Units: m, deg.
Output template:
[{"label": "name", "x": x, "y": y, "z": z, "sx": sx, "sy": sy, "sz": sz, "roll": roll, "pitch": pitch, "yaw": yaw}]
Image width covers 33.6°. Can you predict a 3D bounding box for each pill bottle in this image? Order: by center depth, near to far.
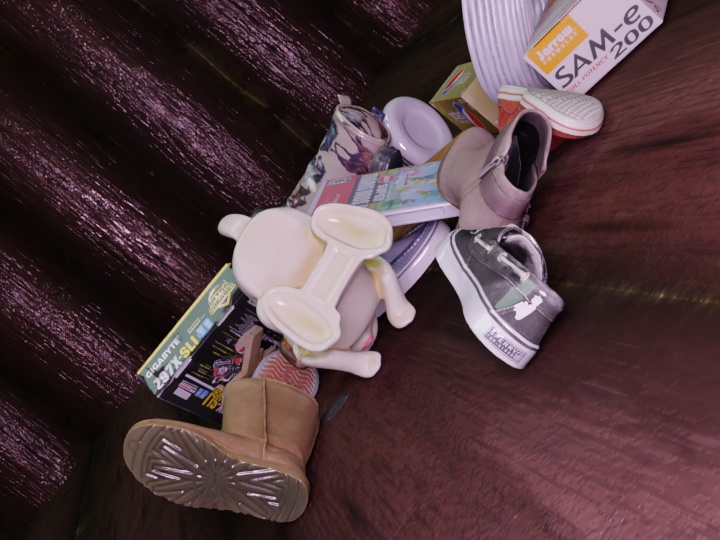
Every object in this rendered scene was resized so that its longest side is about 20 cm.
[{"label": "pill bottle", "x": 0.026, "y": -0.130, "z": 1.581, "sx": 0.200, "sy": 0.112, "sz": 0.112, "roll": -42, "pitch": 13, "yaw": 42}]

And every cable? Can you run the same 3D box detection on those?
[{"label": "cable", "x": 0.164, "y": -0.271, "z": 1.260, "sx": 0.069, "sy": 0.200, "sz": 0.202, "roll": -5, "pitch": 65, "yaw": 24}]

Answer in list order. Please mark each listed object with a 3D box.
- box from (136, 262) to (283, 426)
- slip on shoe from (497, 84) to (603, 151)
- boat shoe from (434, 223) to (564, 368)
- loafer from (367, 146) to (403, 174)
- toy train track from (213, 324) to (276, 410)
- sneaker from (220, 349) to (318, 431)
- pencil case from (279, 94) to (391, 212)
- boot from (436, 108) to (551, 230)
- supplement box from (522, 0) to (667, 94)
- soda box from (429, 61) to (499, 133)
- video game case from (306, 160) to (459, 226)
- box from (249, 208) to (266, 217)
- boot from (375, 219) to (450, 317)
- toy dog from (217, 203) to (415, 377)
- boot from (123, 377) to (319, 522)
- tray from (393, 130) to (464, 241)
[{"label": "box", "x": -0.137, "y": 0.095, "z": 1.356, "sx": 0.160, "sy": 0.049, "sz": 0.200, "roll": -49, "pitch": -33, "yaw": 3}, {"label": "slip on shoe", "x": 0.171, "y": -0.136, "z": 1.099, "sx": 0.200, "sy": 0.073, "sz": 0.062, "roll": -132, "pitch": 48, "yaw": -75}, {"label": "boat shoe", "x": 0.105, "y": 0.004, "z": 0.858, "sx": 0.064, "sy": 0.070, "sz": 0.200, "roll": -50, "pitch": 18, "yaw": 12}, {"label": "loafer", "x": 0.000, "y": -0.077, "z": 1.438, "sx": 0.073, "sy": 0.072, "sz": 0.201, "roll": -52, "pitch": -13, "yaw": -42}, {"label": "toy train track", "x": -0.141, "y": 0.147, "z": 1.305, "sx": 0.115, "sy": 0.032, "sz": 0.202, "roll": -41, "pitch": -32, "yaw": -58}, {"label": "sneaker", "x": -0.108, "y": 0.159, "z": 1.266, "sx": 0.080, "sy": 0.071, "sz": 0.200, "roll": -51, "pitch": 3, "yaw": 34}, {"label": "pencil case", "x": -0.037, "y": -0.119, "z": 1.509, "sx": 0.201, "sy": 0.077, "sz": 0.090, "roll": -57, "pitch": 45, "yaw": 33}, {"label": "boot", "x": 0.122, "y": -0.091, "z": 1.051, "sx": 0.147, "sy": 0.070, "sz": 0.202, "roll": 122, "pitch": 162, "yaw": -51}, {"label": "supplement box", "x": 0.245, "y": -0.272, "z": 1.190, "sx": 0.126, "sy": 0.073, "sz": 0.201, "roll": -43, "pitch": 12, "yaw": 40}, {"label": "soda box", "x": 0.145, "y": -0.212, "z": 1.458, "sx": 0.064, "sy": 0.068, "sz": 0.200, "roll": -51, "pitch": 10, "yaw": 1}, {"label": "video game case", "x": 0.045, "y": -0.078, "z": 1.222, "sx": 0.198, "sy": 0.018, "sz": 0.143, "roll": -9, "pitch": 22, "yaw": 12}, {"label": "box", "x": -0.073, "y": -0.005, "z": 1.439, "sx": 0.049, "sy": 0.161, "sz": 0.200, "roll": -51, "pitch": 9, "yaw": -3}, {"label": "boot", "x": 0.000, "y": 0.000, "z": 1.273, "sx": 0.200, "sy": 0.090, "sz": 0.073, "roll": -46, "pitch": 10, "yaw": 17}, {"label": "toy dog", "x": -0.046, "y": 0.032, "z": 1.152, "sx": 0.200, "sy": 0.192, "sz": 0.141, "roll": 64, "pitch": -135, "yaw": -64}, {"label": "boot", "x": -0.122, "y": 0.150, "z": 1.099, "sx": 0.200, "sy": 0.174, "sz": 0.067, "roll": -96, "pitch": 30, "yaw": -73}, {"label": "tray", "x": 0.066, "y": -0.068, "z": 1.398, "sx": 0.201, "sy": 0.037, "sz": 0.099, "roll": -58, "pitch": 11, "yaw": -30}]
